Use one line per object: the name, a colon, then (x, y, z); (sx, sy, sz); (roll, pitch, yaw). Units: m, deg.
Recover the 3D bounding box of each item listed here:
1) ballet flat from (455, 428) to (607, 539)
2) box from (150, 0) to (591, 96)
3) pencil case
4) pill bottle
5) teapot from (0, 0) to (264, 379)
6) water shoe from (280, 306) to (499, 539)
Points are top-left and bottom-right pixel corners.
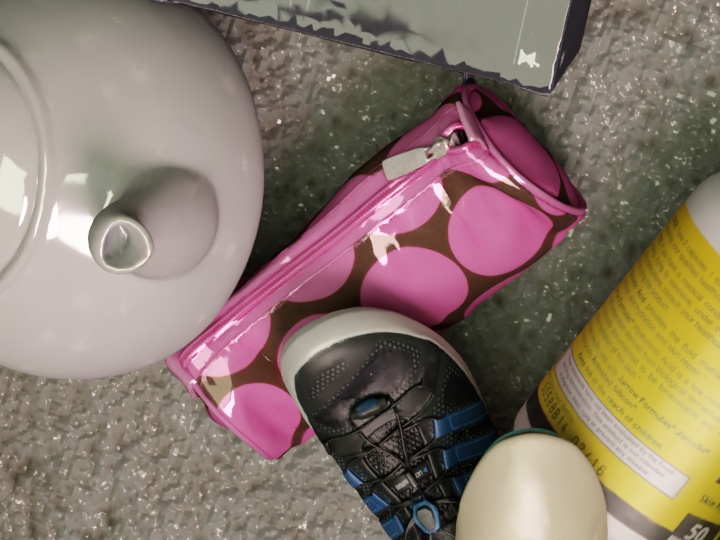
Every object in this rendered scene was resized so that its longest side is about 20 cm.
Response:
ballet flat: (0.072, 0.154, 1.263); (0.069, 0.070, 0.200); (11, 136, 8)
box: (0.023, -0.197, 1.256); (0.181, 0.104, 0.201); (15, 107, 8)
pencil case: (0.000, 0.000, 1.318); (0.200, 0.094, 0.091); (-42, 69, 17)
pill bottle: (0.166, 0.027, 1.282); (0.111, 0.111, 0.200); (37, 108, 0)
teapot: (-0.152, -0.045, 1.279); (0.200, 0.146, 0.198); (-36, 67, 36)
water shoe: (0.037, 0.094, 1.301); (0.071, 0.079, 0.200); (-32, 129, 11)
